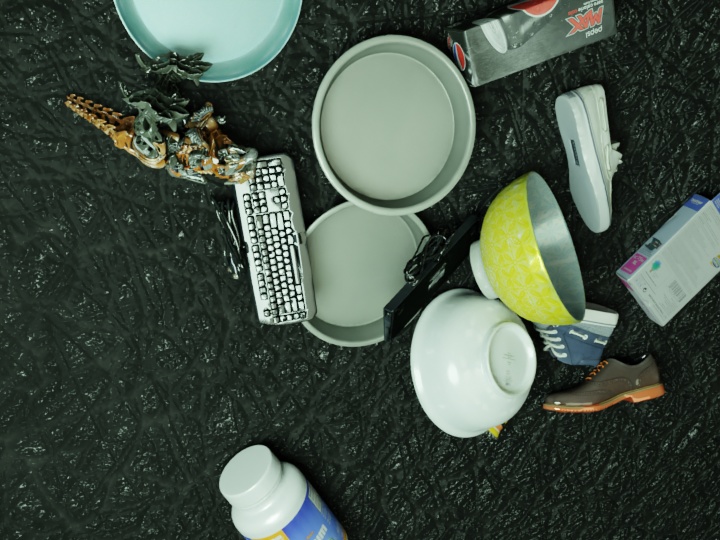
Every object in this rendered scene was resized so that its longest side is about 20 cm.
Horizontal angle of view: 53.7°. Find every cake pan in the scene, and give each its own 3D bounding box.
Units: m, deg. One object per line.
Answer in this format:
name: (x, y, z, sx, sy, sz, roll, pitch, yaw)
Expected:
cake pan: (0.000, 0.000, 0.918, 0.198, 0.037, 0.203, -7, 113, -17)
cake pan: (0.037, -0.168, 0.834, 0.198, 0.037, 0.203, -3, 99, -16)

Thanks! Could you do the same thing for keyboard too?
keyboard: (0.084, -0.007, 0.899, 0.200, 0.039, 0.105, -45, 155, -31)
keyboard: (-0.115, -0.029, 0.832, 0.103, 0.040, 0.203, -9, 102, 1)

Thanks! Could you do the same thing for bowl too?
bowl: (0.207, -0.015, 0.925, 0.107, 0.201, 0.201, -20, 122, 27)
bowl: (0.168, 0.119, 0.943, 0.199, 0.090, 0.204, 8, 77, -36)

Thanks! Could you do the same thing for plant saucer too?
plant saucer: (-0.159, -0.303, 0.746, 0.197, 0.027, 0.203, -7, 113, -17)

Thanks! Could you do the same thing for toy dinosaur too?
toy dinosaur: (-0.207, -0.146, 0.753, 0.197, 0.103, 0.136, -2, 146, -19)

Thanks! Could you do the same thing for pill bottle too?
pill bottle: (-0.107, 0.337, 0.976, 0.111, 0.112, 0.201, -33, 119, -4)

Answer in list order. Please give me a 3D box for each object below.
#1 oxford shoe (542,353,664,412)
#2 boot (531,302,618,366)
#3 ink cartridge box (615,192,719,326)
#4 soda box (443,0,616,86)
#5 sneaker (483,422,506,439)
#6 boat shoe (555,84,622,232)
oxford shoe: (0.375, 0.177, 1.116, 0.197, 0.071, 0.074, -10, 86, -12)
boot: (0.286, 0.088, 1.032, 0.198, 0.073, 0.091, 11, 102, -23)
ink cartridge box: (0.493, -0.025, 1.079, 0.200, 0.042, 0.119, -44, 118, 5)
soda box: (0.205, -0.289, 0.858, 0.198, 0.063, 0.071, -23, 117, -10)
sneaker: (0.156, 0.152, 1.027, 0.090, 0.070, 0.200, -49, 117, -17)
boat shoe: (0.318, -0.150, 0.954, 0.069, 0.071, 0.202, -22, 110, -6)
